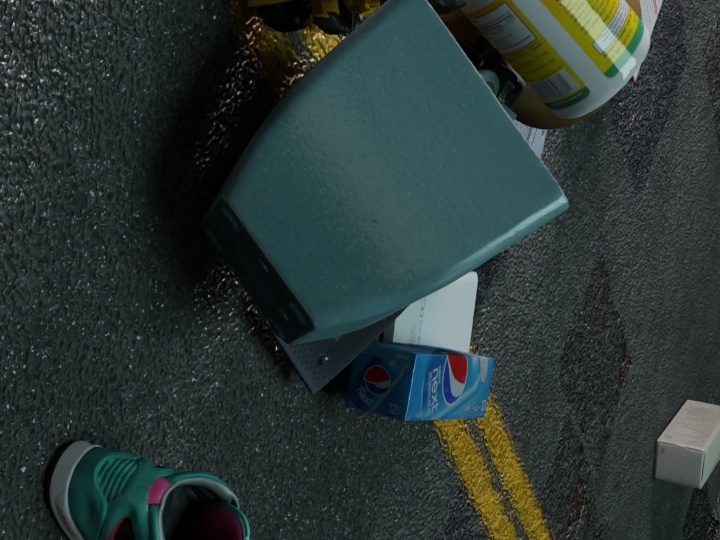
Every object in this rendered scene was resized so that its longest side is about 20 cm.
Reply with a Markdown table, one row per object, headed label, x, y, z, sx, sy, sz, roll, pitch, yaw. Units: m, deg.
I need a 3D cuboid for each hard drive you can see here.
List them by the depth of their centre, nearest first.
| label | x | y | z | sx | sy | sz | roll | pitch | yaw |
| --- | --- | --- | --- | --- | --- | --- | --- | --- | --- |
| hard drive | 0.000 | 0.000 | 1.196 | 0.200 | 0.042 | 0.135 | -44 | 143 | -12 |
| hard drive | 0.067 | 0.069 | 1.444 | 0.199 | 0.026 | 0.134 | -3 | 102 | -62 |

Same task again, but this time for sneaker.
| label | x | y | z | sx | sy | sz | roll | pitch | yaw |
| --- | --- | --- | --- | --- | --- | --- | --- | --- | --- |
| sneaker | -0.131 | 0.198 | 0.991 | 0.084 | 0.119 | 0.201 | -63 | 149 | -29 |

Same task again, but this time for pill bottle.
| label | x | y | z | sx | sy | sz | roll | pitch | yaw |
| --- | --- | --- | --- | --- | --- | --- | --- | --- | --- |
| pill bottle | 0.152 | -0.240 | 1.204 | 0.200 | 0.112 | 0.113 | 44 | 54 | -20 |

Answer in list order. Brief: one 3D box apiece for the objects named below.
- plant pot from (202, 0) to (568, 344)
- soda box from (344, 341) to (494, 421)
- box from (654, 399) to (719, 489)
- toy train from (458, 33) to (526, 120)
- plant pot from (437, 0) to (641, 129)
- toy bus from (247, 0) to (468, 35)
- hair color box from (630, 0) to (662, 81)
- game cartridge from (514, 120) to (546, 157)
| label | x | y | z | sx | sy | sz | roll | pitch | yaw |
| --- | --- | --- | --- | --- | --- | --- | --- | --- | --- |
| plant pot | -0.004 | -0.052 | 1.032 | 0.199 | 0.197 | 0.196 | -37 | -179 | -18 |
| soda box | 0.061 | 0.107 | 1.343 | 0.199 | 0.067 | 0.065 | 9 | 92 | -63 |
| box | 0.614 | 0.317 | 2.543 | 0.200 | 0.094 | 0.079 | -30 | 126 | -55 |
| toy train | 0.076 | -0.122 | 1.283 | 0.201 | 0.085 | 0.114 | -56 | 146 | 6 |
| plant pot | 0.147 | -0.255 | 1.349 | 0.199 | 0.185 | 0.189 | 16 | 84 | -48 |
| toy bus | -0.006 | -0.290 | 1.086 | 0.199 | 0.134 | 0.195 | -12 | 94 | -63 |
| hair color box | 0.352 | -0.364 | 1.821 | 0.202 | 0.063 | 0.111 | -66 | 149 | -23 |
| game cartridge | 0.165 | -0.131 | 1.560 | 0.133 | 0.040 | 0.202 | 50 | 55 | -53 |
